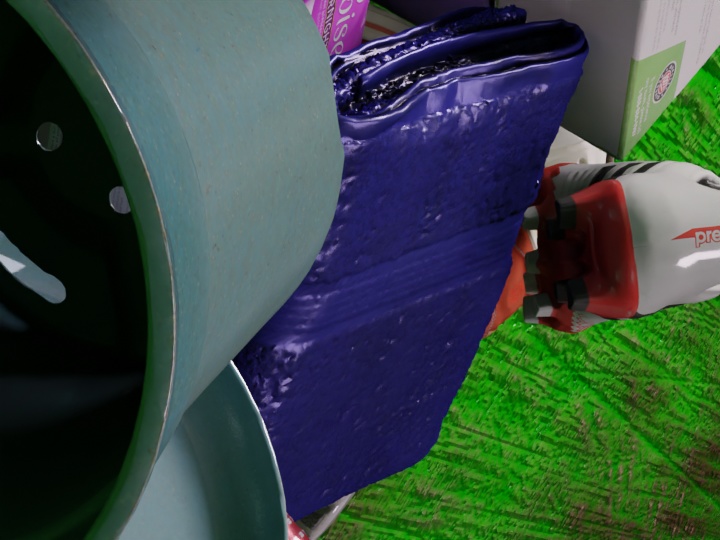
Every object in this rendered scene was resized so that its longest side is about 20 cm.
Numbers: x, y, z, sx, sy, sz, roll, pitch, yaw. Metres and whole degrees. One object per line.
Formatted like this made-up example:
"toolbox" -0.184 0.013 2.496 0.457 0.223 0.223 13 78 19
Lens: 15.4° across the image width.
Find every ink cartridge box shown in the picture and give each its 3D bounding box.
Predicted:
"ink cartridge box" 0.133 -0.155 1.031 0.200 0.067 0.117 -48 157 -29

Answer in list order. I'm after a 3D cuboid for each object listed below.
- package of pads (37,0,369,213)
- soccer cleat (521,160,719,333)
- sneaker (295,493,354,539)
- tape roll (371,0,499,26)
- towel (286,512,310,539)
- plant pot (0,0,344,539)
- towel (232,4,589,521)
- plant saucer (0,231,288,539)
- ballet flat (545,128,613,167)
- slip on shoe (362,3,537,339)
"package of pads" -0.047 -0.099 0.900 0.120 0.075 0.201 -40 153 -42
"soccer cleat" 0.108 -0.011 1.041 0.200 0.085 0.069 -176 -100 -86
"sneaker" -0.002 0.047 1.232 0.201 0.074 0.082 -61 160 2
"tape roll" 0.070 -0.185 1.060 0.200 0.085 0.201 -51 160 -27
"towel" -0.093 0.099 0.898 0.145 0.200 0.022 -44 178 -42
"plant pot" -0.104 -0.020 0.718 0.201 0.199 0.196 -67 168 21
"towel" 0.000 0.000 0.978 0.147 0.049 0.201 -19 138 -45
"plant saucer" -0.113 0.076 0.852 0.200 0.200 0.027 -43 -174 -40
"ballet flat" 0.102 -0.065 1.315 0.200 0.068 0.068 50 32 -72
"slip on shoe" 0.025 -0.040 1.116 0.061 0.074 0.200 -54 141 -22
